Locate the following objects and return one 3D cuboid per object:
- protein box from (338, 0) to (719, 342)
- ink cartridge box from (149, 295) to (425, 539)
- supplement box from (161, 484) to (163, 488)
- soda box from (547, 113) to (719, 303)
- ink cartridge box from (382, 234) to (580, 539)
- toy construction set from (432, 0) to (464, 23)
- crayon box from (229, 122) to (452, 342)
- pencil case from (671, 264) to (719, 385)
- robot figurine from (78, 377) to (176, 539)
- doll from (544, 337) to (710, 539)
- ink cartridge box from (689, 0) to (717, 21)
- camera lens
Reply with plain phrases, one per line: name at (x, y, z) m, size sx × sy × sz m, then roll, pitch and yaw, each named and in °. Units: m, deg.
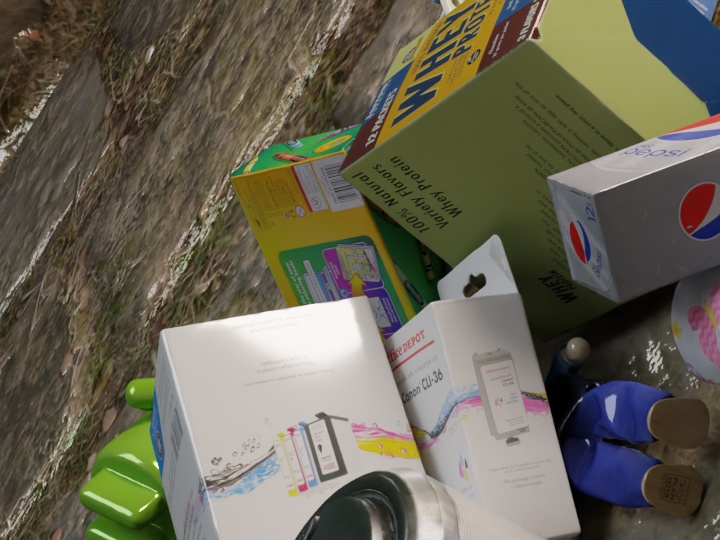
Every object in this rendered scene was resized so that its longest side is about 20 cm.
protein box at (0.135, -0.089, 1.142) m, size 0.200 × 0.199 × 0.135 m, roll -32°, pitch 25°, yaw 47°
ink cartridge box at (-0.045, 0.146, 1.132) m, size 0.147 × 0.145 × 0.200 m, roll 108°, pitch 149°, yaw -57°
supplement box at (-0.073, 0.175, 1.345) m, size 0.061 × 0.109 × 0.200 m, roll -48°, pitch 10°, yaw -24°
soda box at (0.212, -0.051, 0.984) m, size 0.200 × 0.068 × 0.063 m, roll -21°, pitch 18°, yaw -13°
ink cartridge box at (0.067, 0.089, 1.119) m, size 0.116 × 0.067 × 0.200 m, roll 136°, pitch 124°, yaw -62°
toy construction set at (0.093, -0.139, 1.393) m, size 0.092 × 0.131 × 0.200 m, roll -28°, pitch 39°, yaw 52°
crayon box at (0.000, 0.000, 1.242) m, size 0.119 × 0.200 × 0.058 m, roll -9°, pitch 21°, yaw 43°
pencil case at (0.250, 0.033, 0.929) m, size 0.200 × 0.083 × 0.091 m, roll 15°, pitch 90°, yaw 67°
robot figurine at (-0.153, 0.171, 1.501) m, size 0.116 × 0.176 × 0.200 m, roll 18°, pitch 39°, yaw 31°
doll at (0.143, 0.112, 1.097) m, size 0.200 × 0.048 × 0.137 m, roll -176°, pitch 92°, yaw -66°
ink cartridge box at (0.218, -0.239, 1.331) m, size 0.136 × 0.076 × 0.200 m, roll -13°, pitch 49°, yaw 60°
camera lens at (0.054, 0.214, 0.967) m, size 0.160 × 0.200 × 0.160 m, roll -45°, pitch 28°, yaw 31°
